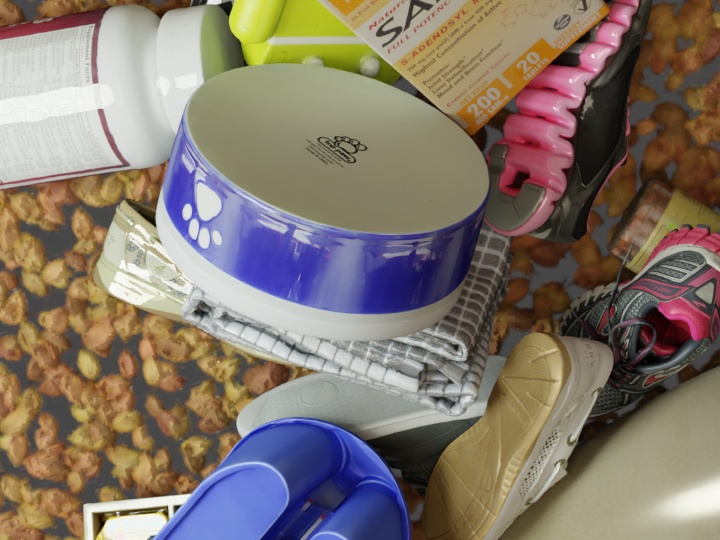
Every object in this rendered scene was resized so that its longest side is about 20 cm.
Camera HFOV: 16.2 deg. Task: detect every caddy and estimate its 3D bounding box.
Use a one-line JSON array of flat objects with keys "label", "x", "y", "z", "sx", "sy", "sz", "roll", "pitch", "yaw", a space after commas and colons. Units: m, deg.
[{"label": "caddy", "x": -0.057, "y": 0.190, "z": 1.667, "sx": 0.141, "sy": 0.105, "sz": 0.200, "roll": 44, "pitch": 115, "yaw": 5}]

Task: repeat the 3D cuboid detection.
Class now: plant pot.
[{"label": "plant pot", "x": 0.200, "y": 0.168, "z": 1.693, "sx": 0.199, "sy": 0.187, "sz": 0.188, "roll": -17, "pitch": 101, "yaw": 26}]

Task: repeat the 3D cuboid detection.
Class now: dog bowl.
[{"label": "dog bowl", "x": -0.022, "y": -0.045, "z": 1.574, "sx": 0.199, "sy": 0.200, "sz": 0.079, "roll": 18, "pitch": 122, "yaw": 2}]

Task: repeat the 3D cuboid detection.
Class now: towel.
[{"label": "towel", "x": 0.000, "y": 0.000, "z": 1.664, "sx": 0.199, "sy": 0.166, "sz": 0.086, "roll": 20, "pitch": 121, "yaw": 2}]

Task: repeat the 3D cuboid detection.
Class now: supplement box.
[{"label": "supplement box", "x": 0.052, "y": -0.185, "z": 1.583, "sx": 0.126, "sy": 0.200, "sz": 0.074, "roll": -42, "pitch": 51, "yaw": 10}]

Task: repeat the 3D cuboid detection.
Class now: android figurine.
[{"label": "android figurine", "x": -0.004, "y": -0.177, "z": 1.644, "sx": 0.181, "sy": 0.041, "sz": 0.200, "roll": -2, "pitch": 132, "yaw": -36}]

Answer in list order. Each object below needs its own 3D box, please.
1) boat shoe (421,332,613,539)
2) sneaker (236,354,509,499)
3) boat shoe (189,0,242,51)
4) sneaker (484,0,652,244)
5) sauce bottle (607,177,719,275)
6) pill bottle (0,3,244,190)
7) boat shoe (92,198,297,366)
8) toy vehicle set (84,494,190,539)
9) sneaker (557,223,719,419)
[{"label": "boat shoe", "x": 0.107, "y": 0.123, "z": 1.665, "sx": 0.069, "sy": 0.071, "sz": 0.200, "roll": 1, "pitch": 135, "yaw": -36}, {"label": "sneaker", "x": 0.019, "y": 0.121, "z": 1.725, "sx": 0.199, "sy": 0.071, "sz": 0.100, "roll": -7, "pitch": 127, "yaw": -1}, {"label": "boat shoe", "x": -0.042, "y": -0.212, "z": 1.678, "sx": 0.199, "sy": 0.066, "sz": 0.075, "roll": -36, "pitch": 98, "yaw": 13}, {"label": "sneaker", "x": 0.150, "y": -0.108, "z": 1.684, "sx": 0.095, "sy": 0.079, "sz": 0.201, "roll": 24, "pitch": 89, "yaw": -44}, {"label": "sauce bottle", "x": 0.263, "y": 0.013, "z": 1.694, "sx": 0.199, "sy": 0.066, "sz": 0.066, "roll": 30, "pitch": 105, "yaw": 1}, {"label": "pill bottle", "x": -0.183, "y": -0.117, "z": 1.684, "sx": 0.199, "sy": 0.110, "sz": 0.110, "roll": -8, "pitch": 102, "yaw": 16}, {"label": "boat shoe", "x": -0.083, "y": 0.013, "z": 1.730, "sx": 0.199, "sy": 0.073, "sz": 0.063, "roll": 19, "pitch": 106, "yaw": 1}, {"label": "toy vehicle set", "x": -0.094, "y": 0.217, "z": 1.757, "sx": 0.199, "sy": 0.026, "sz": 0.125, "roll": -7, "pitch": 82, "yaw": 19}, {"label": "sneaker", "x": 0.179, "y": 0.044, "z": 1.672, "sx": 0.080, "sy": 0.075, "sz": 0.200, "roll": 34, "pitch": 142, "yaw": -3}]
